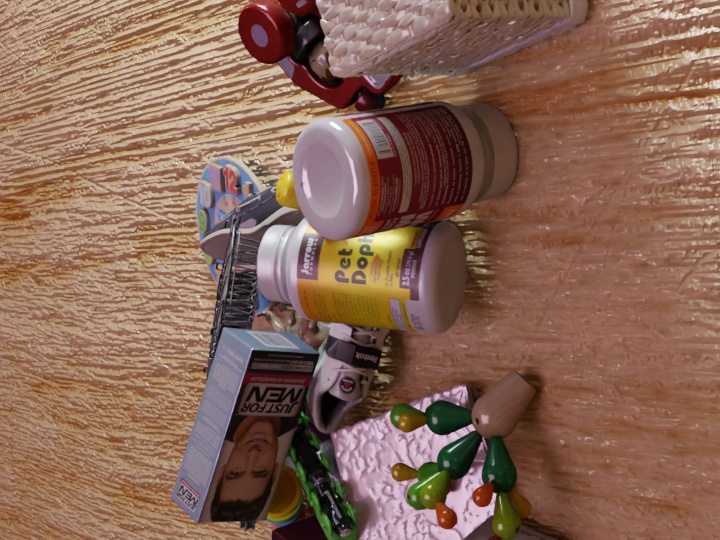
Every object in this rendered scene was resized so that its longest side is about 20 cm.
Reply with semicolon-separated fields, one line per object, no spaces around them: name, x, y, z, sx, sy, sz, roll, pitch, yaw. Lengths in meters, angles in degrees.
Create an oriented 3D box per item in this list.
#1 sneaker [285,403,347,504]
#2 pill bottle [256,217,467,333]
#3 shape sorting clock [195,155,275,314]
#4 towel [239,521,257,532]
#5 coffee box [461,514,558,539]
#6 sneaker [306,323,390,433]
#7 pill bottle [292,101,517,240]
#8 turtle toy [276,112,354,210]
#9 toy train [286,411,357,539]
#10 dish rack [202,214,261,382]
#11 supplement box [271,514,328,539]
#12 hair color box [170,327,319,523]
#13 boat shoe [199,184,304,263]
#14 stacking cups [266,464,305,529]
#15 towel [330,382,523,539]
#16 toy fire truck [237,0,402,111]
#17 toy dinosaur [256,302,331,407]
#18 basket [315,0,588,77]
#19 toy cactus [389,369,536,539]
sneaker;-0.053;0.224;1.650;0.200;0.074;0.100;49;159;32
pill bottle;0.000;0.000;1.387;0.197;0.109;0.111;5;106;23
shape sorting clock;-0.154;-0.042;1.722;0.199;0.039;0.203;22;117;51
towel;-0.134;0.212;1.689;0.200;0.021;0.149;-79;-17;-79
coffee box;0.149;0.358;1.349;0.113;0.079;0.203;16;114;31
sneaker;-0.006;0.092;1.491;0.089;0.073;0.202;-100;26;-52
pill bottle;0.044;-0.097;1.280;0.109;0.198;0.111;21;117;50
turtle toy;-0.010;-0.105;1.426;0.200;0.144;0.103;165;115;-69
toy train;-0.055;0.219;1.527;0.057;0.041;0.201;86;159;-48
dish rack;-0.142;0.037;1.570;0.201;0.054;0.156;111;164;-63
supplement box;-0.043;0.393;1.634;0.085;0.109;0.203;30;124;46
hair color box;-0.124;0.168;1.493;0.060;0.098;0.203;31;107;44
boat shoe;-0.110;-0.059;1.616;0.199;0.072;0.064;-19;50;43
stacking cups;-0.095;0.275;1.650;0.200;0.060;0.061;88;158;-72
towel;0.069;0.233;1.448;0.198;0.032;0.194;-23;80;37
toy fire truck;-0.021;-0.246;1.424;0.168;0.112;0.200;50;141;7
toy dinosaur;-0.053;0.094;1.589;0.199;0.085;0.137;-25;90;38
basket;0.068;-0.285;1.227;0.199;0.159;0.201;-15;87;54
toy cactus;0.112;0.174;1.340;0.165;0.102;0.200;-49;36;4
